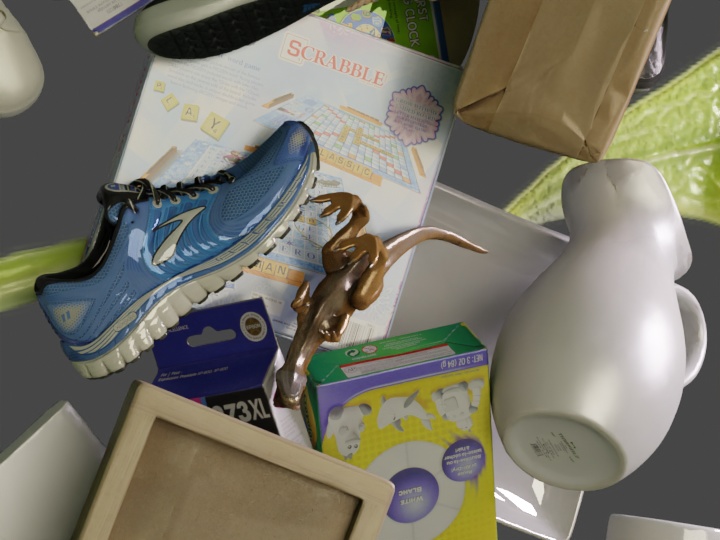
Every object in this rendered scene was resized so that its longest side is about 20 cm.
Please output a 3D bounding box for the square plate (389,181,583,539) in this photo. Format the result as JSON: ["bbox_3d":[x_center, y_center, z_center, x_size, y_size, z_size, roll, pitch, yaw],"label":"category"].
[{"bbox_3d":[0.079,0.060,1.479,0.197,0.028,0.201,21,80,-23],"label":"square plate"}]

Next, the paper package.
[{"bbox_3d":[0.141,-0.172,1.388,0.103,0.200,0.192,23,101,4],"label":"paper package"}]

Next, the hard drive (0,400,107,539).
[{"bbox_3d":[-0.164,0.197,1.326,0.132,0.025,0.200,-43,106,-20],"label":"hard drive"}]

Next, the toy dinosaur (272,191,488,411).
[{"bbox_3d":[0.000,0.000,1.345,0.060,0.107,0.200,32,56,23],"label":"toy dinosaur"}]

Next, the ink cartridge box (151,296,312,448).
[{"bbox_3d":[-0.073,0.122,1.365,0.037,0.094,0.201,-30,106,-58],"label":"ink cartridge box"}]

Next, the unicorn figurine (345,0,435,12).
[{"bbox_3d":[0.074,-0.249,1.410,0.199,0.074,0.138,-21,110,-47],"label":"unicorn figurine"}]

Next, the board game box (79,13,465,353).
[{"bbox_3d":[-0.053,-0.063,1.392,0.199,0.041,0.201,19,87,-14],"label":"board game box"}]

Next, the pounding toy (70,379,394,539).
[{"bbox_3d":[-0.073,0.185,1.287,0.199,0.142,0.185,22,86,-7],"label":"pounding toy"}]

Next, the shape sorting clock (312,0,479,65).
[{"bbox_3d":[-0.017,-0.185,1.438,0.199,0.039,0.202,-1,92,-13],"label":"shape sorting clock"}]

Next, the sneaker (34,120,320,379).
[{"bbox_3d":[-0.109,-0.027,1.318,0.200,0.079,0.089,-40,102,-9],"label":"sneaker"}]

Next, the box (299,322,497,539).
[{"bbox_3d":[0.025,0.142,1.404,0.117,0.048,0.201,-12,117,-15],"label":"box"}]

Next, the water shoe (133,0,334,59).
[{"bbox_3d":[-0.053,-0.194,1.340,0.199,0.072,0.079,-24,76,-9],"label":"water shoe"}]

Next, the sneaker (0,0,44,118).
[{"bbox_3d":[-0.260,-0.167,1.306,0.200,0.085,0.073,45,70,-18],"label":"sneaker"}]

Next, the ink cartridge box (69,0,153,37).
[{"bbox_3d":[-0.183,-0.242,1.350,0.099,0.039,0.201,-34,90,-22],"label":"ink cartridge box"}]

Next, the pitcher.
[{"bbox_3d":[0.167,0.055,1.433,0.172,0.121,0.201,50,44,-31],"label":"pitcher"}]

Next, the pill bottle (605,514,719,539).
[{"bbox_3d":[0.200,0.269,1.478,0.113,0.114,0.201,10,83,-23],"label":"pill bottle"}]

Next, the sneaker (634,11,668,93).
[{"bbox_3d":[0.183,-0.222,1.509,0.075,0.079,0.201,-7,92,-24],"label":"sneaker"}]
